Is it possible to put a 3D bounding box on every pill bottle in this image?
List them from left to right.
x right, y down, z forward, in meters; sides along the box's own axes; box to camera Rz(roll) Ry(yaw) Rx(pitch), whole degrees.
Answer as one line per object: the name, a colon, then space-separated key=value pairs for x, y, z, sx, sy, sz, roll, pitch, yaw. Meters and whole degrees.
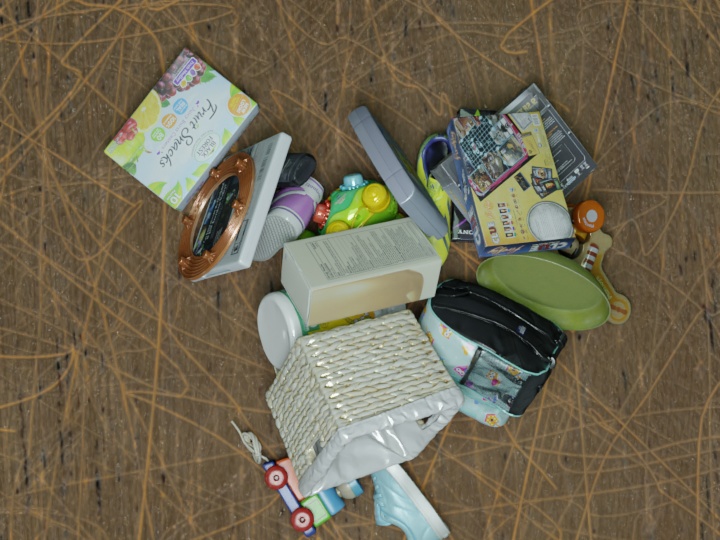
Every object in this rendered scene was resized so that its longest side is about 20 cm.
pill bottle: x=-0.038 y=0.069 z=1.607 sx=0.198 sy=0.113 sz=0.114 roll=-12 pitch=85 yaw=-30

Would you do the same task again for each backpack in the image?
backpack: x=0.170 y=0.111 z=1.599 sx=0.199 sy=0.176 sz=0.154 roll=34 pitch=122 yaw=6

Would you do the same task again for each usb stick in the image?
usb stick: x=-0.121 y=-0.145 z=1.617 sx=0.033 sy=0.199 sz=0.056 roll=43 pitch=75 yaw=-24

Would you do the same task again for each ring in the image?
ring: x=-0.214 y=-0.081 z=1.615 sx=0.019 sy=0.200 sz=0.202 roll=27 pitch=86 yaw=-28

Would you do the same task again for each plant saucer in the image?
plant saucer: x=0.264 y=0.022 z=1.604 sx=0.198 sy=0.200 sz=0.031 roll=22 pitch=65 yaw=2

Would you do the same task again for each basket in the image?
basket: x=0.001 y=0.177 z=1.525 sx=0.198 sy=0.199 sz=0.162 roll=-13 pitch=64 yaw=-28

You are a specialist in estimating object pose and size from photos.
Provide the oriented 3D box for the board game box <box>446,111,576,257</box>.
board game box: x=0.206 y=-0.121 z=1.545 sx=0.134 sy=0.035 sz=0.202 roll=-5 pitch=67 yaw=-14

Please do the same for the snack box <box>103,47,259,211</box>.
snack box: x=-0.267 y=-0.210 z=1.688 sx=0.142 sy=0.053 sz=0.201 roll=37 pitch=87 yaw=2

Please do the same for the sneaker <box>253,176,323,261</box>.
sneaker: x=-0.120 y=-0.082 z=1.638 sx=0.073 sy=0.200 sz=0.115 roll=45 pitch=57 yaw=-22

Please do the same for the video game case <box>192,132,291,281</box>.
video game case: x=-0.176 y=-0.087 z=1.602 sx=0.023 sy=0.181 sz=0.202 roll=26 pitch=70 yaw=-28

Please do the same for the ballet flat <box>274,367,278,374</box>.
ballet flat: x=-0.086 y=0.165 z=1.662 sx=0.067 sy=0.068 sz=0.202 roll=-24 pitch=80 yaw=18

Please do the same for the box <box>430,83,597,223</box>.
box: x=0.224 y=-0.148 z=1.629 sx=0.200 sy=0.048 sz=0.159 roll=-42 pitch=96 yaw=-16

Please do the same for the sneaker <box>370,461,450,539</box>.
sneaker: x=0.042 y=0.329 z=1.637 sx=0.082 sy=0.074 sz=0.201 roll=-38 pitch=86 yaw=-5

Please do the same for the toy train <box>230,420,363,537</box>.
toy train: x=-0.090 y=0.275 z=1.639 sx=0.115 sy=0.085 sz=0.201 roll=-32 pitch=86 yaw=-6

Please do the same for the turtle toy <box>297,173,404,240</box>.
turtle toy: x=-0.025 y=-0.062 z=1.642 sx=0.200 sy=0.146 sz=0.101 roll=-44 pitch=64 yaw=-3

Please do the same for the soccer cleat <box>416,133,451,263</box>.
soccer cleat: x=0.107 y=-0.104 z=1.661 sx=0.064 sy=0.084 sz=0.203 roll=4 pitch=86 yaw=0

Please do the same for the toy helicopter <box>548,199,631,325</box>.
toy helicopter: x=0.329 y=0.002 z=1.655 sx=0.132 sy=0.079 sz=0.201 roll=-39 pitch=101 yaw=-16

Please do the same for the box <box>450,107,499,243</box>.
box: x=0.211 y=-0.139 z=1.687 sx=0.141 sy=0.036 sz=0.203 roll=3 pitch=87 yaw=1

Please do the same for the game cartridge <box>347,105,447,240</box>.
game cartridge: x=0.050 y=-0.144 z=1.597 sx=0.040 sy=0.133 sz=0.201 roll=-38 pitch=51 yaw=12

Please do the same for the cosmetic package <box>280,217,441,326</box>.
cosmetic package: x=0.000 y=0.000 z=1.538 sx=0.198 sy=0.072 sz=0.106 roll=-12 pitch=44 yaw=-22
